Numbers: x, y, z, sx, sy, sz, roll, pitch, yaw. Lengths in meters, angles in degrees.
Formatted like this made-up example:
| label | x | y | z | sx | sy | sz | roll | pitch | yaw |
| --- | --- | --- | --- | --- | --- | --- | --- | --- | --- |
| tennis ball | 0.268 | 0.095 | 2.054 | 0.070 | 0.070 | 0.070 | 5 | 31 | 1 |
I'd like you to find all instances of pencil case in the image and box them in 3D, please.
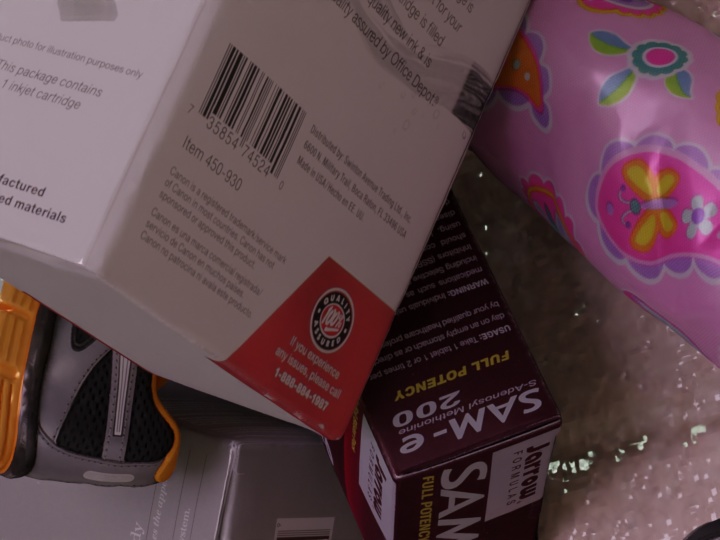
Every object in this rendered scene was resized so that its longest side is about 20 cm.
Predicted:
| label | x | y | z | sx | sy | sz | roll | pitch | yaw |
| --- | --- | --- | --- | --- | --- | --- | --- | --- | --- |
| pencil case | 0.101 | -0.034 | 0.718 | 0.200 | 0.087 | 0.088 | 41 | 111 | 37 |

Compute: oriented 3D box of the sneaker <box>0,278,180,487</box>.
| label | x | y | z | sx | sy | sz | roll | pitch | yaw |
| --- | --- | --- | --- | --- | --- | --- | --- | --- | --- |
| sneaker | -0.088 | 0.000 | 0.818 | 0.078 | 0.077 | 0.201 | 115 | 170 | -50 |

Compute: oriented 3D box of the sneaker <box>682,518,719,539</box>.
| label | x | y | z | sx | sy | sz | roll | pitch | yaw |
| --- | --- | --- | --- | --- | --- | --- | --- | --- | --- |
| sneaker | 0.155 | 0.125 | 0.621 | 0.200 | 0.079 | 0.076 | 33 | 104 | 39 |

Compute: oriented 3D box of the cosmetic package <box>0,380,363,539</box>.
| label | x | y | z | sx | sy | sz | roll | pitch | yaw |
| --- | --- | --- | --- | --- | --- | --- | --- | --- | --- |
| cosmetic package | -0.096 | 0.094 | 0.876 | 0.199 | 0.090 | 0.108 | 11 | 94 | 39 |

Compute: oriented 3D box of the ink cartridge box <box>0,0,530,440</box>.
| label | x | y | z | sx | sy | sz | roll | pitch | yaw |
| --- | --- | --- | --- | --- | --- | --- | --- | --- | --- |
| ink cartridge box | -0.029 | -0.073 | 0.668 | 0.082 | 0.147 | 0.201 | 17 | 77 | 33 |

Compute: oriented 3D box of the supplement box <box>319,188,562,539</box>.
| label | x | y | z | sx | sy | sz | roll | pitch | yaw |
| --- | --- | --- | --- | --- | --- | --- | --- | --- | --- |
| supplement box | 0.000 | 0.000 | 0.782 | 0.109 | 0.061 | 0.201 | 90 | 158 | -60 |
